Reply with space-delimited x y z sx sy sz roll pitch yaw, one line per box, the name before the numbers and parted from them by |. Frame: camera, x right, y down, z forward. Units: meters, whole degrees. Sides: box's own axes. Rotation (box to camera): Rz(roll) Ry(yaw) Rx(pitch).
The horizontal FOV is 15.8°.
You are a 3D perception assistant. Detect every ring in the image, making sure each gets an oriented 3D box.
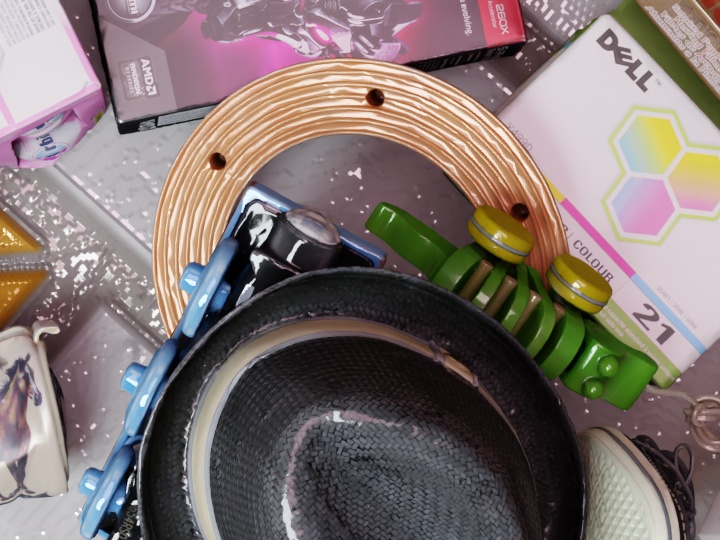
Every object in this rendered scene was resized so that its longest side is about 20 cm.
ring | 0.000 0.000 1.192 0.200 0.019 0.201 4 106 14

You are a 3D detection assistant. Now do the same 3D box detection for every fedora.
fedora | 0.010 0.100 1.047 0.200 0.092 0.201 -3 102 -13

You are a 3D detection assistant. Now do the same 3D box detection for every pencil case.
pencil case | -0.228 0.079 1.198 0.199 0.078 0.090 -13 112 -2

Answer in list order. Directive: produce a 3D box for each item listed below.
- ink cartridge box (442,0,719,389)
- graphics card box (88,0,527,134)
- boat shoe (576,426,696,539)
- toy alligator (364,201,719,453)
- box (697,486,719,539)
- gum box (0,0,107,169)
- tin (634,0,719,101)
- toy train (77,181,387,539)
ink cartridge box | 0.158 -0.066 1.217 0.200 0.076 0.148 -44 91 -1
graphics card box | -0.030 -0.145 1.220 0.199 0.051 0.126 -11 88 -5
boat shoe | 0.120 0.106 1.151 0.062 0.200 0.075 4 90 -6
toy alligator | 0.089 0.032 1.137 0.200 0.054 0.059 32 107 -9
box | 0.215 0.053 1.189 0.039 0.041 0.200 52 56 -35
gum box | -0.183 -0.143 1.187 0.066 0.114 0.200 -26 90 -3
tin | 0.187 -0.129 1.202 0.200 0.042 0.112 50 51 0
toy train | -0.059 0.054 1.149 0.087 0.114 0.200 27 108 -2
